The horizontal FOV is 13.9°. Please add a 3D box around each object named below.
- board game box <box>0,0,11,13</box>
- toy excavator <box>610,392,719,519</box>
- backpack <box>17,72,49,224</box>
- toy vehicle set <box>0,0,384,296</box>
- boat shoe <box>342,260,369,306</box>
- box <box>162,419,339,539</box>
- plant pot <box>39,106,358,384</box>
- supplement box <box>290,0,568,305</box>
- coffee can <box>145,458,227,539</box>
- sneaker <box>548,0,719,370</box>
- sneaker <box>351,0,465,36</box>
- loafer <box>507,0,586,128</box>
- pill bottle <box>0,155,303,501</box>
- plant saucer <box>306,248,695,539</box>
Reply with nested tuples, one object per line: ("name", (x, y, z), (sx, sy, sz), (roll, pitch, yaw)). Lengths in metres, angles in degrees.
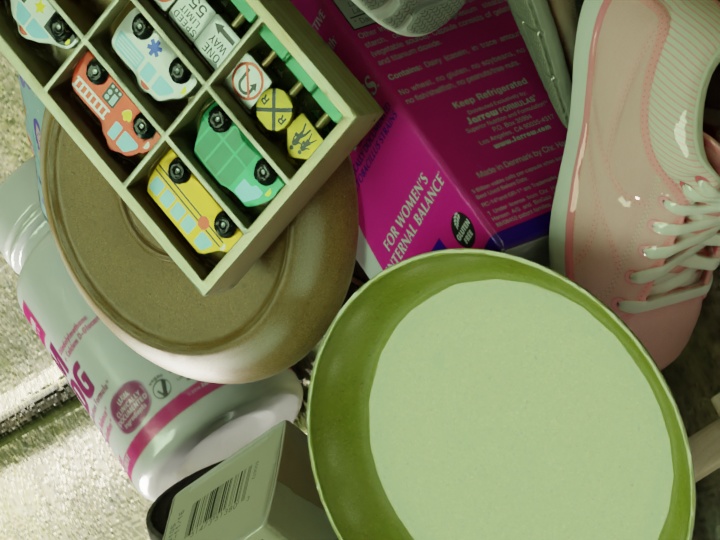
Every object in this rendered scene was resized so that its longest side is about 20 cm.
("board game box", (-0.170, -0.219, 1.446), (0.134, 0.034, 0.201), (29, 116, 5))
("toy excavator", (0.117, 0.121, 1.403), (0.100, 0.194, 0.200), (62, 176, 9))
("backpack", (-0.102, -0.098, 1.575), (0.177, 0.150, 0.201), (-145, 51, -60))
("toy vehicle set", (-0.092, -0.103, 1.397), (0.200, 0.026, 0.124), (49, 117, 16))
("boat shoe", (0.000, 0.000, 1.486), (0.199, 0.072, 0.072), (36, 105, -2))
("box", (-0.002, 0.178, 1.513), (0.095, 0.078, 0.200), (-34, 118, 32))
("plant pot", (-0.088, -0.038, 1.449), (0.199, 0.027, 0.202), (11, 110, 34))
("supplement box", (0.034, -0.071, 1.425), (0.200, 0.103, 0.101), (56, 145, 22))
("coffee can", (-0.029, 0.215, 1.652), (0.146, 0.146, 0.201), (13, 119, 53))
("sneaker", (0.142, -0.029, 1.309), (0.105, 0.075, 0.202), (34, 131, 50))
("sneaker", (-0.017, -0.195, 1.329), (0.200, 0.075, 0.082), (53, 177, -19))
("loafer", (0.088, -0.156, 1.327), (0.072, 0.063, 0.201), (-116, 2, -64))
("pill bottle", (-0.130, 0.025, 1.723), (0.200, 0.113, 0.114), (55, 146, 21))
("plant saucer", (0.067, 0.083, 1.348), (0.199, 0.031, 0.201), (11, 112, 28))
